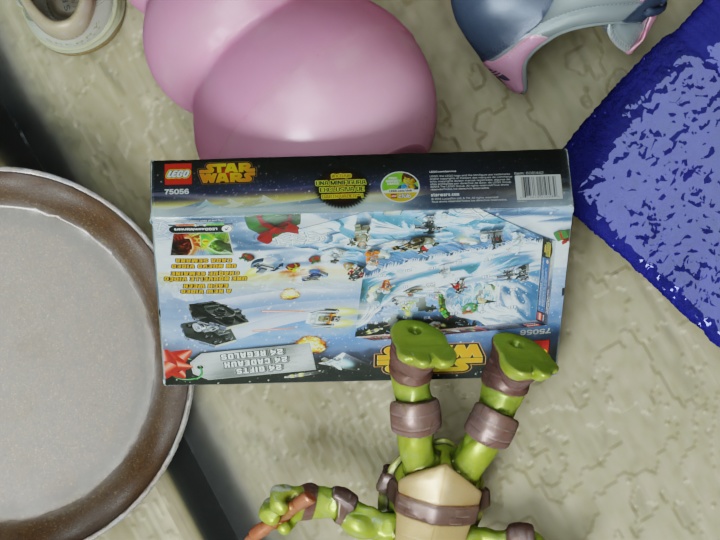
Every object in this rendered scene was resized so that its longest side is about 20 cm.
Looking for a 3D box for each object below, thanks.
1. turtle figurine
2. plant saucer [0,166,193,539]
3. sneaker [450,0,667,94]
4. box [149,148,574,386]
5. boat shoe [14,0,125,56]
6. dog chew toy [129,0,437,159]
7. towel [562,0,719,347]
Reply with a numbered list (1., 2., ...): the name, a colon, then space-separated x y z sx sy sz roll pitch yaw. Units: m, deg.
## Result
1. turtle figurine: 0.048 0.109 1.434 0.199 0.064 0.162 14 113 1
2. plant saucer: -0.184 0.048 1.481 0.199 0.032 0.201 0 91 -3
3. sneaker: 0.143 -0.158 1.467 0.199 0.070 0.082 -22 103 4
4. box: 0.000 0.000 1.412 0.199 0.137 0.040 -1 52 -2
5. boat shoe: -0.176 -0.210 1.506 0.072 0.065 0.201 -19 82 5
6. dog chew toy: -0.052 -0.115 1.456 0.124 0.125 0.200 -39 73 2
7. towel: 0.206 -0.069 1.452 0.148 0.050 0.200 43 89 13
